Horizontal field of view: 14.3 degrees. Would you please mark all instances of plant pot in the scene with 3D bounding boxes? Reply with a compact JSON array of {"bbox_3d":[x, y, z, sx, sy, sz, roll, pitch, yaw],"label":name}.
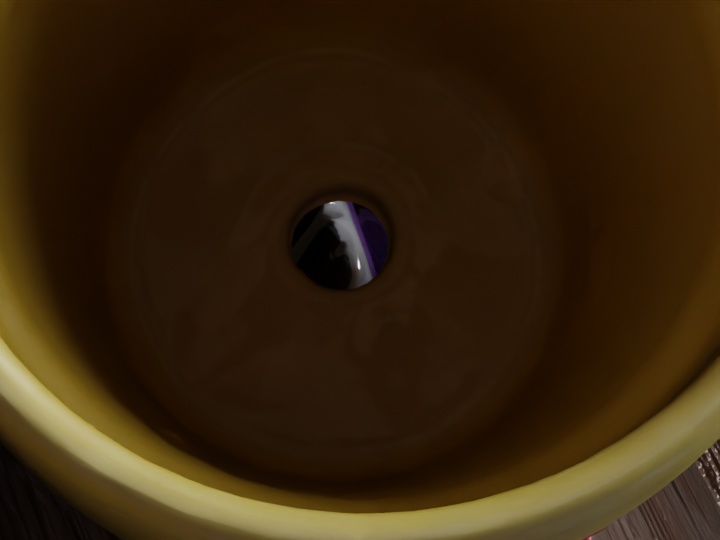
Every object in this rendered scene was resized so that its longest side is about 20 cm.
[{"bbox_3d":[-0.003,-0.022,0.644,0.201,0.201,0.189,62,-8,9],"label":"plant pot"}]

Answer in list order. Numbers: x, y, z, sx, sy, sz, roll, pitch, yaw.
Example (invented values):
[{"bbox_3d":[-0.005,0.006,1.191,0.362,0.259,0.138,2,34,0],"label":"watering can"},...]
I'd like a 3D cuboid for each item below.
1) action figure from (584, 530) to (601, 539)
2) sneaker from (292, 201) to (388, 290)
[{"bbox_3d":[0.034,0.079,0.837,0.065,0.099,0.200,55,11,-30],"label":"action figure"},{"bbox_3d":[0.000,0.000,0.840,0.083,0.081,0.200,18,22,-15],"label":"sneaker"}]
